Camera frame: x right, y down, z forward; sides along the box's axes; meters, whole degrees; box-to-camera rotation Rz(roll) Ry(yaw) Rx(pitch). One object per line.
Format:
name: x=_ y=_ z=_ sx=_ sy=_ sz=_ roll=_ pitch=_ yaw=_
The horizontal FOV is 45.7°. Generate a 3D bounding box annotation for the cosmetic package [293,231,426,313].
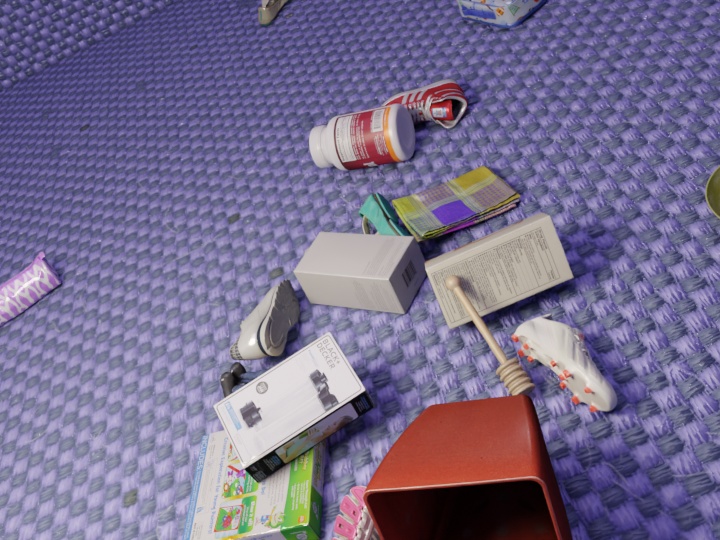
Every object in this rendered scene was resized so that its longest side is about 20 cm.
cosmetic package: x=0.000 y=0.000 z=1.441 sx=0.198 sy=0.085 sz=0.108 roll=5 pitch=47 yaw=36

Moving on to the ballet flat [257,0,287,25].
ballet flat: x=-0.258 y=-0.813 z=2.562 sx=0.069 sy=0.070 sz=0.201 roll=-5 pitch=43 yaw=27

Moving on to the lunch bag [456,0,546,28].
lunch bag: x=0.322 y=-0.634 z=1.987 sx=0.160 sy=0.076 sz=0.199 roll=-43 pitch=40 yaw=-15

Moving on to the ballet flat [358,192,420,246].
ballet flat: x=0.046 y=-0.065 z=1.518 sx=0.071 sy=0.067 sz=0.201 roll=-48 pitch=35 yaw=13

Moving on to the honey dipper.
honey dipper: x=0.176 y=0.087 z=1.195 sx=0.038 sy=0.038 sz=0.201 roll=-29 pitch=66 yaw=-2

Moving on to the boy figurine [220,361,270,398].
boy figurine: x=-0.120 y=0.173 z=1.321 sx=0.198 sy=0.065 sz=0.124 roll=-10 pitch=17 yaw=29

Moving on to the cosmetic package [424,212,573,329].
cosmetic package: x=0.205 y=-0.001 z=1.283 sx=0.198 sy=0.105 sz=0.087 roll=-22 pitch=6 yaw=6

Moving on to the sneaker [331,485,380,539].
sneaker: x=0.003 y=0.369 z=1.024 sx=0.073 sy=0.087 sz=0.202 roll=-16 pitch=53 yaw=58

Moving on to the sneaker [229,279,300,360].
sneaker: x=-0.159 y=0.081 z=1.436 sx=0.080 sy=0.077 sz=0.200 roll=-20 pitch=19 yaw=22

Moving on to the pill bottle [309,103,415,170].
pill bottle: x=0.002 y=-0.264 z=1.724 sx=0.198 sy=0.114 sz=0.114 roll=-6 pitch=42 yaw=26

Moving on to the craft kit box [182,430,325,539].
craft kit box: x=-0.147 y=0.303 z=1.217 sx=0.195 sy=0.049 sz=0.201 roll=-18 pitch=38 yaw=17

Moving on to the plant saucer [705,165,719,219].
plant saucer: x=0.608 y=-0.113 z=1.239 sx=0.198 sy=0.031 sz=0.201 roll=-17 pitch=38 yaw=14

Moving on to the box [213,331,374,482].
box: x=-0.094 y=0.191 z=1.207 sx=0.199 sy=0.060 sz=0.117 roll=-31 pitch=54 yaw=-5

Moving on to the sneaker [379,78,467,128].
sneaker: x=0.125 y=-0.324 z=1.752 sx=0.198 sy=0.072 sz=0.113 roll=-24 pitch=34 yaw=2

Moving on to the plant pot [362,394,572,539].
plant pot: x=0.141 y=0.257 z=0.983 sx=0.197 sy=0.202 sz=0.177 roll=-10 pitch=28 yaw=22

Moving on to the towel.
towel: x=0.167 y=-0.122 z=1.507 sx=0.198 sy=0.023 sz=0.144 roll=-21 pitch=37 yaw=-7

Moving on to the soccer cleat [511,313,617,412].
soccer cleat: x=0.284 y=0.115 z=1.148 sx=0.077 sy=0.070 sz=0.200 roll=-32 pitch=34 yaw=-11

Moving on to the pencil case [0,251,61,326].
pencil case: x=-0.752 y=0.047 z=1.855 sx=0.199 sy=0.086 sz=0.084 roll=-37 pitch=37 yaw=-14
